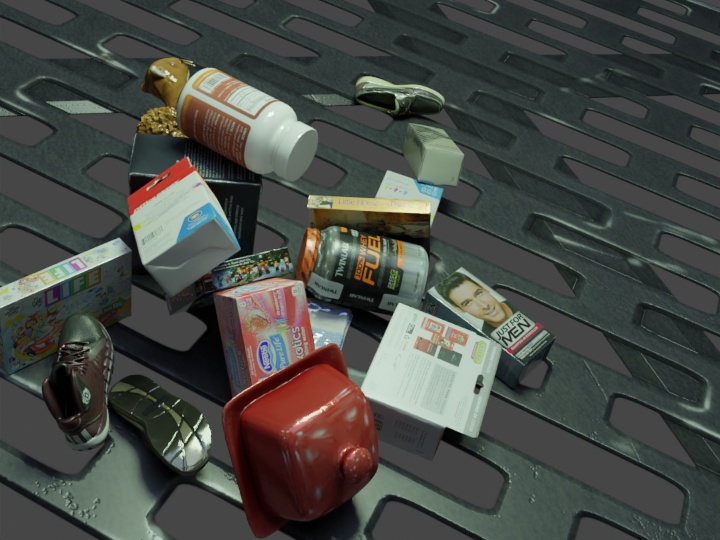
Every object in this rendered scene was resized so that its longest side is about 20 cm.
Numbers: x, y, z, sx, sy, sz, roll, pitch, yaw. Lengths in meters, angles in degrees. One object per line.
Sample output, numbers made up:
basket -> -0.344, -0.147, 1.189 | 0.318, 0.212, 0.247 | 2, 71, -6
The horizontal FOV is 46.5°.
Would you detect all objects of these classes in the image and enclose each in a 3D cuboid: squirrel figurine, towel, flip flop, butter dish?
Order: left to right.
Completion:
flip flop -> -0.265, 0.208, 1.115 | 0.199, 0.058, 0.081 | 27, 46, 35
squirrel figurine -> -0.330, -0.291, 1.541 | 0.186, 0.141, 0.201 | 40, 69, -17
towel -> -0.100, 0.111, 1.285 | 0.146, 0.024, 0.201 | 16, 42, 3
butter dish -> -0.045, 0.220, 1.029 | 0.199, 0.201, 0.147 | -26, 24, -37

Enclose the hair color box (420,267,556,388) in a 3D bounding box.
hair color box -> 0.205, 0.090, 1.367 | 0.200, 0.061, 0.099 | 37, 47, 24

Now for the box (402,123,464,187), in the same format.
box -> 0.139, -0.227, 1.636 | 0.081, 0.069, 0.200 | 8, 21, -11

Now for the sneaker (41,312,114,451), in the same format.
sneaker -> -0.371, 0.124, 1.093 | 0.075, 0.116, 0.201 | -14, 59, -4

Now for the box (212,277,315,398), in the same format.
box -> -0.123, 0.119, 1.130 | 0.102, 0.202, 0.094 | -15, 10, -28

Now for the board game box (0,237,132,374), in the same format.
board game box -> -0.416, 0.049, 1.178 | 0.034, 0.135, 0.199 | 39, 48, 26

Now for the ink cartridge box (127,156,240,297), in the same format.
ink cartridge box -> -0.249, -0.066, 1.157 | 0.116, 0.067, 0.200 | -34, 37, 0

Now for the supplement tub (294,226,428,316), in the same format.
supplement tub -> 0.000, 0.000, 1.349 | 0.198, 0.123, 0.123 | 12, 41, -10

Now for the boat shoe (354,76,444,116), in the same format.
boat shoe -> 0.082, -0.366, 1.823 | 0.199, 0.072, 0.066 | 13, 51, 0

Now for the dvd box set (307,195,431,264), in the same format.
dvd box set -> 0.017, -0.066, 1.389 | 0.198, 0.147, 0.030 | 4, 56, 5

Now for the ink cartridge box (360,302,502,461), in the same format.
ink cartridge box -> 0.100, 0.168, 1.234 | 0.174, 0.084, 0.200 | 21, 43, 7

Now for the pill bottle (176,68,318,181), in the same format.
pill bottle -> -0.167, -0.214, 1.254 | 0.199, 0.113, 0.112 | 29, 44, 17

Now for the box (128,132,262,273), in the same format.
box -> -0.264, -0.099, 1.334 | 0.198, 0.198, 0.118 | 3, 42, -12

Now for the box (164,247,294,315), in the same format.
box -> -0.198, 0.018, 1.238 | 0.136, 0.200, 0.038 | -14, 85, -29

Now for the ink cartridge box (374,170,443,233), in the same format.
ink cartridge box -> 0.071, -0.085, 1.511 | 0.114, 0.068, 0.201 | 18, 42, 4
